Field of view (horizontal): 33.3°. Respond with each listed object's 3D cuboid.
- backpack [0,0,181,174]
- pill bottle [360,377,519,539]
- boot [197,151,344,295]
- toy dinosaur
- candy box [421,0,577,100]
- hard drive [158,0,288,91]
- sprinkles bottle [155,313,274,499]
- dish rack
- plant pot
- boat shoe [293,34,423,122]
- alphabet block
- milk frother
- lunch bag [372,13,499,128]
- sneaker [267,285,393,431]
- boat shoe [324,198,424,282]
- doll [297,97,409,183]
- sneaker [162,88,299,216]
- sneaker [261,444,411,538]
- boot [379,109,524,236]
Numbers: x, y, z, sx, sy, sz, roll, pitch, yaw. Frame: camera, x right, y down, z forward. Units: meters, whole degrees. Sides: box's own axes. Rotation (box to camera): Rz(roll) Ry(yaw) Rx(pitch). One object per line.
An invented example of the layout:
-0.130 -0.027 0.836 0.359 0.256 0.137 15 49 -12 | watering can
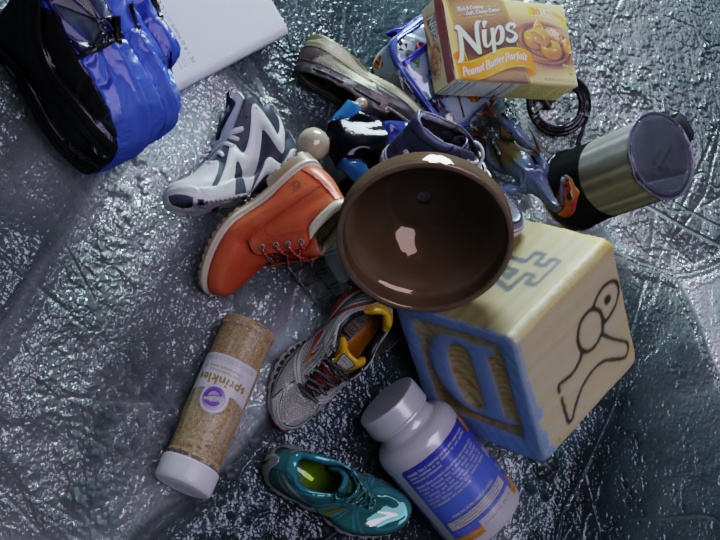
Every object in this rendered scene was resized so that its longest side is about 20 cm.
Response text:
-0.279 -0.221 1.309 0.167 0.162 0.202 -30 94 -31 | backpack
0.093 0.230 1.456 0.112 0.112 0.201 -45 103 -29 | pill bottle
-0.098 -0.033 1.375 0.200 0.075 0.107 -46 60 1 | boot
0.219 -0.143 1.542 0.181 0.106 0.199 43 36 13 | toy dinosaur
0.182 -0.288 1.564 0.197 0.055 0.117 -2 76 -29 | candy box
-0.197 -0.303 1.452 0.199 0.025 0.133 -34 97 -30 | hard drive
-0.162 0.151 1.353 0.068 0.068 0.202 30 66 -21 | sprinkles bottle
0.000 0.000 1.486 0.201 0.054 0.154 50 62 -12 | dish rack
0.073 -0.060 1.357 0.200 0.201 0.093 32 33 -20 | plant pot
0.000 -0.215 1.525 0.200 0.072 0.066 36 70 -13 | boat shoe
0.191 0.076 1.464 0.199 0.195 0.197 -39 128 -30 | alphabet block
0.330 -0.181 1.634 0.200 0.187 0.182 41 62 -16 | milk frother
0.115 -0.275 1.599 0.200 0.075 0.161 -40 98 -31 | lunch bag
-0.037 0.103 1.403 0.078 0.082 0.201 37 91 -18 | sneaker
0.041 -0.042 1.454 0.199 0.070 0.072 -25 101 -27 | boat shoe
0.018 -0.146 1.460 0.197 0.048 0.138 4 63 -24 | doll
-0.159 -0.144 1.410 0.197 0.079 0.131 -18 87 -31 | sneaker
-0.021 0.261 1.404 0.198 0.079 0.079 25 68 -24 | sneaker
0.125 -0.109 1.412 0.198 0.090 0.073 25 48 -16 | boot
